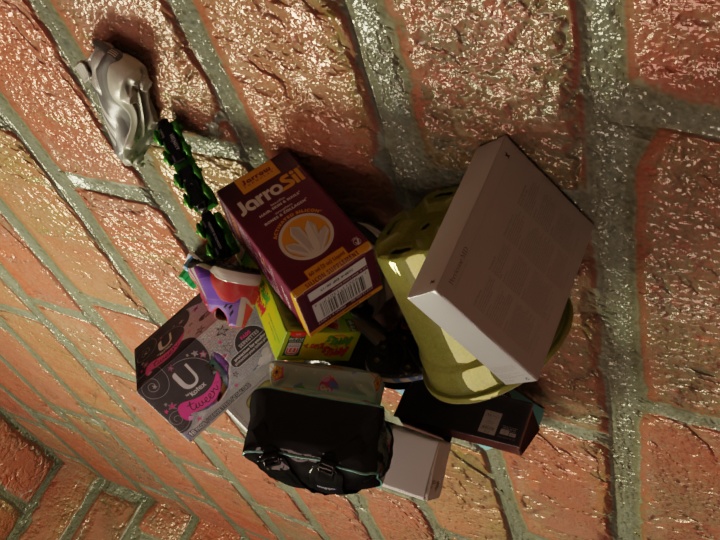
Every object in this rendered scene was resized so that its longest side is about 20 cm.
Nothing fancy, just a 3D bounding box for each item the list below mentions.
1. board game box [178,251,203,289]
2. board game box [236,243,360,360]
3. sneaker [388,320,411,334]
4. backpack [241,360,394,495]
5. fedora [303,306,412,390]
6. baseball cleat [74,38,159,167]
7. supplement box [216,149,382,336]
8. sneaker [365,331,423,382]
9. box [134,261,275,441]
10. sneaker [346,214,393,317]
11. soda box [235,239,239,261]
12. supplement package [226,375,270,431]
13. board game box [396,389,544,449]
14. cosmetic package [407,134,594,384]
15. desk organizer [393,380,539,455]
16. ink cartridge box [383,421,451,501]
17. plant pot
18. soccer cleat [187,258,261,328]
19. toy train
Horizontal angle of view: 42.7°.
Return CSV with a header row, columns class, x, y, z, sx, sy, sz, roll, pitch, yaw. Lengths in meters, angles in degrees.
class,x,y,z,sx,sy,sz,roll,pitch,yaw
board game box,-0.210,0.055,1.485,0.199,0.026,0.200,41,167,-7
board game box,-0.083,0.027,1.173,0.100,0.201,0.048,4,128,-29
sneaker,0.063,0.113,1.365,0.077,0.079,0.199,9,172,-31
backpack,-0.043,0.198,1.134,0.173,0.156,0.201,4,153,10
fedora,-0.021,0.127,1.264,0.199,0.092,0.201,32,156,16
baseball cleat,-0.309,-0.219,1.176,0.106,0.070,0.201,39,149,10
supplement box,-0.074,-0.037,1.106,0.200,0.110,0.086,49,165,34
sneaker,0.095,0.113,1.196,0.072,0.197,0.073,60,148,33
box,-0.203,0.108,1.271,0.115,0.199,0.132,48,-177,-25
sneaker,0.000,0.000,1.226,0.073,0.080,0.201,16,149,25
soda box,-0.119,0.010,1.356,0.063,0.069,0.201,22,152,29
supplement package,-0.180,0.169,1.439,0.200,0.111,0.156,45,167,1
board game box,0.164,0.199,1.440,0.199,0.047,0.151,34,151,-10
cosmetic package,0.148,-0.011,0.937,0.151,0.202,0.051,41,149,-23
desk organizer,0.158,0.223,1.361,0.197,0.072,0.077,10,148,29
ink cartridge box,0.023,0.255,1.317,0.197,0.085,0.145,15,173,15
plant pot,0.114,0.015,1.052,0.199,0.201,0.185,-7,126,48
soccer cleat,-0.181,0.026,1.178,0.067,0.075,0.199,9,179,-26
toy train,-0.211,-0.103,1.194,0.202,0.041,0.056,65,-175,3
